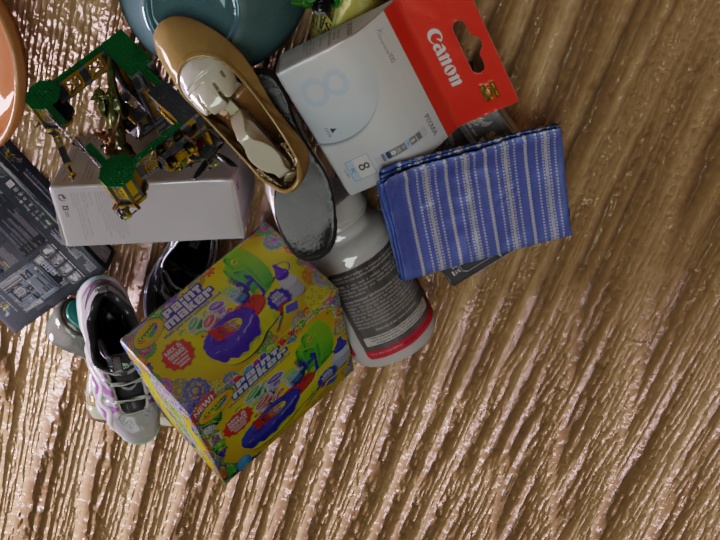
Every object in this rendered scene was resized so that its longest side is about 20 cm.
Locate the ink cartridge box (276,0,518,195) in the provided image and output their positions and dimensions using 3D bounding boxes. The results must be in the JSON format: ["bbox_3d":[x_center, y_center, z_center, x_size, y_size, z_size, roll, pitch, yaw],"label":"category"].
[{"bbox_3d":[0.040,-0.181,1.062,0.198,0.047,0.161,-22,124,17],"label":"ink cartridge box"}]

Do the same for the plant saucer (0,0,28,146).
[{"bbox_3d":[-0.408,-0.220,1.094,0.199,0.037,0.202,14,116,30],"label":"plant saucer"}]

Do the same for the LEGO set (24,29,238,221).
[{"bbox_3d":[-0.230,-0.134,1.082,0.199,0.154,0.116,34,163,23],"label":"LEGO set"}]

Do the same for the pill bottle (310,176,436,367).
[{"bbox_3d":[0.000,0.000,1.199,0.110,0.111,0.201,-20,118,14],"label":"pill bottle"}]

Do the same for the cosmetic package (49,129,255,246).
[{"bbox_3d":[-0.219,-0.091,1.155,0.198,0.113,0.082,0,127,5],"label":"cosmetic package"}]

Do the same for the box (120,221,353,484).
[{"bbox_3d":[-0.126,0.092,1.160,0.200,0.122,0.193,-41,153,-17],"label":"box"}]

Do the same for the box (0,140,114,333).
[{"bbox_3d":[-0.409,-0.042,1.231,0.157,0.051,0.200,-32,115,19],"label":"box"}]

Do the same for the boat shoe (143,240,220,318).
[{"bbox_3d":[-0.207,0.009,1.238,0.071,0.068,0.201,25,121,-11],"label":"boat shoe"}]

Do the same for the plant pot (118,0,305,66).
[{"bbox_3d":[-0.152,-0.272,1.034,0.198,0.135,0.202,2,121,3],"label":"plant pot"}]

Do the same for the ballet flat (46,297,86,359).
[{"bbox_3d":[-0.282,0.100,1.280,0.199,0.068,0.064,31,128,-20],"label":"ballet flat"}]

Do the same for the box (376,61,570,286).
[{"bbox_3d":[0.111,-0.102,1.169,0.158,0.048,0.200,-32,113,19],"label":"box"}]

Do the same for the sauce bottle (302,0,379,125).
[{"bbox_3d":[-0.021,-0.239,1.086,0.065,0.066,0.202,12,118,-4],"label":"sauce bottle"}]

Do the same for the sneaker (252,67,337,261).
[{"bbox_3d":[-0.076,-0.115,1.116,0.067,0.108,0.203,-21,103,0],"label":"sneaker"}]

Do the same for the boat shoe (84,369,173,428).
[{"bbox_3d":[-0.247,0.150,1.329,0.198,0.072,0.077,0,105,1],"label":"boat shoe"}]

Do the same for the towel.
[{"bbox_3d":[0.122,-0.068,1.121,0.198,0.024,0.146,-15,126,-1],"label":"towel"}]

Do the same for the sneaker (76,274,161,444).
[{"bbox_3d":[-0.264,0.109,1.171,0.077,0.140,0.202,-20,101,-15],"label":"sneaker"}]

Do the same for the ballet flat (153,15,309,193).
[{"bbox_3d":[-0.115,-0.151,0.993,0.068,0.063,0.200,-35,118,19],"label":"ballet flat"}]

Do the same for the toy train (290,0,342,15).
[{"bbox_3d":[-0.031,-0.342,1.003,0.041,0.056,0.202,3,100,-37],"label":"toy train"}]
